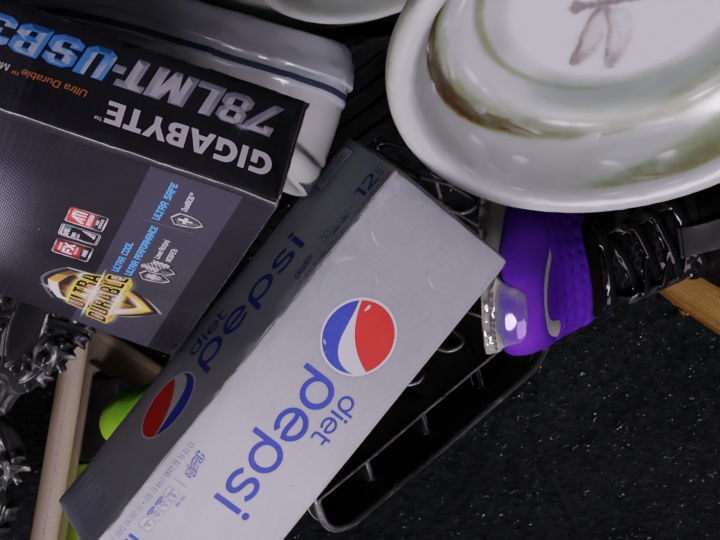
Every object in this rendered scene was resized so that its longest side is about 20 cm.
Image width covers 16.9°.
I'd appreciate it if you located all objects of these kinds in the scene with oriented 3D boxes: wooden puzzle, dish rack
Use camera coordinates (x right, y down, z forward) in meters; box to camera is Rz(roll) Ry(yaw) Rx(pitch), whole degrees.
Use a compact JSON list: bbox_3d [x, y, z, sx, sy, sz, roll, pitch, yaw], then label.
[{"bbox_3d":[-0.109,0.136,1.235,0.037,0.185,0.200,-2,158,22],"label":"wooden puzzle"},{"bbox_3d":[0.000,0.000,1.089,0.153,0.055,0.200,-39,132,-26],"label":"dish rack"}]

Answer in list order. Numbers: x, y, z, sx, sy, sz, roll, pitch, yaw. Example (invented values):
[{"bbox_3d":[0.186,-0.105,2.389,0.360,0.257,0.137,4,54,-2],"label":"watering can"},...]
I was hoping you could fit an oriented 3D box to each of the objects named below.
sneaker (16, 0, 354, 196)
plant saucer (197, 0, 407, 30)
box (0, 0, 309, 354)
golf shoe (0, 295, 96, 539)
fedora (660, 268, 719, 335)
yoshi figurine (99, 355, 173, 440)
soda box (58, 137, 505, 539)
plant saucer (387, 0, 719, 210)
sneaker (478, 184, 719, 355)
[{"bbox_3d":[-0.094,-0.075,0.962,0.200,0.071,0.073,11,172,-24],"label":"sneaker"},{"bbox_3d":[-0.001,-0.148,0.952,0.200,0.050,0.200,-13,150,-8],"label":"plant saucer"},{"bbox_3d":[-0.139,-0.044,0.917,0.198,0.050,0.200,18,159,-10],"label":"box"},{"bbox_3d":[-0.181,0.030,1.129,0.078,0.094,0.200,12,113,-41],"label":"golf shoe"},{"bbox_3d":[0.228,0.012,1.258,0.082,0.201,0.201,-57,143,2],"label":"fedora"},{"bbox_3d":[-0.025,0.060,1.179,0.200,0.112,0.112,-24,173,-22],"label":"yoshi figurine"},{"bbox_3d":[-0.034,0.047,1.003,0.068,0.063,0.200,38,90,-25],"label":"soda box"},{"bbox_3d":[0.106,-0.103,0.959,0.200,0.050,0.200,-7,145,-5],"label":"plant saucer"},{"bbox_3d":[0.116,-0.017,1.085,0.099,0.200,0.070,3,111,19],"label":"sneaker"}]
